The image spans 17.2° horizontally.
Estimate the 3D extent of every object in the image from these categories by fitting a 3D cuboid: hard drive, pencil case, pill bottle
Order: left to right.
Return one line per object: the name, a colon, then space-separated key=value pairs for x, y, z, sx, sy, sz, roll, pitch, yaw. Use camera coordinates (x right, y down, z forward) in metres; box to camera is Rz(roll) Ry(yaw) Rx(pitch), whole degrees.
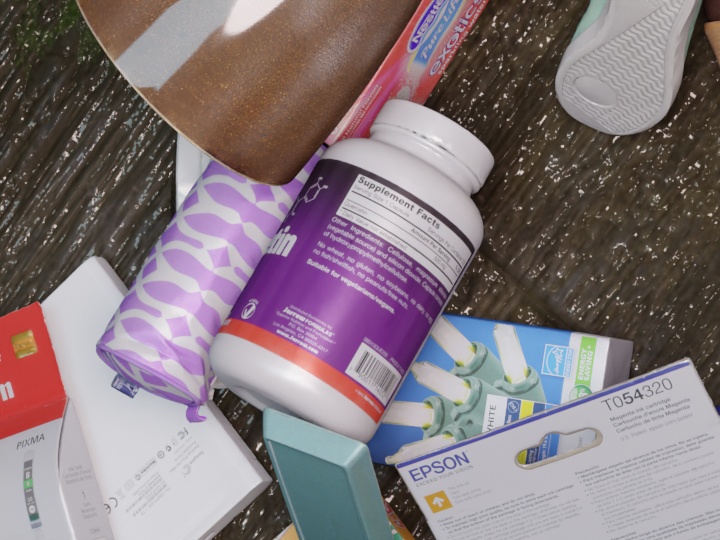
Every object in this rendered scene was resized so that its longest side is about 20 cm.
hard drive: x=-0.167 y=0.109 z=1.629 sx=0.132 sy=0.026 sz=0.200 roll=-43 pitch=72 yaw=14
pencil case: x=-0.087 y=-0.005 z=1.510 sx=0.085 sy=0.084 sz=0.200 roll=32 pitch=79 yaw=-14
pill bottle: x=0.000 y=0.000 z=1.455 sx=0.112 sy=0.112 sz=0.200 roll=25 pitch=77 yaw=22

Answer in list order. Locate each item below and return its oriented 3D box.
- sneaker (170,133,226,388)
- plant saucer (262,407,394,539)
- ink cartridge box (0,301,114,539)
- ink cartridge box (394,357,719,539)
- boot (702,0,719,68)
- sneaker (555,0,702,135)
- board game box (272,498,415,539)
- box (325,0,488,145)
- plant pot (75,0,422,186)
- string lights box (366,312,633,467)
sneaker: x=-0.084 y=-0.020 z=1.594 sx=0.084 sy=0.073 sz=0.200 roll=-3 pitch=79 yaw=-7
plant saucer: x=-0.015 y=0.151 z=1.456 sx=0.070 sy=0.200 sz=0.019 roll=19 pitch=62 yaw=21
ink cartridge box: x=-0.260 y=0.141 z=1.633 sx=0.161 sy=0.050 sz=0.200 roll=-20 pitch=86 yaw=30
ink cartridge box: x=0.152 y=0.155 z=1.438 sx=0.196 sy=0.043 sz=0.200 roll=-21 pitch=111 yaw=20
boot: x=0.298 y=-0.193 z=1.436 sx=0.200 sy=0.072 sz=0.167 roll=-10 pitch=85 yaw=25
sneaker: x=0.184 y=-0.171 z=1.460 sx=0.074 sy=0.201 sz=0.118 roll=26 pitch=59 yaw=3
board game box: x=0.023 y=0.236 z=1.545 sx=0.096 sy=0.030 sz=0.200 roll=-42 pitch=75 yaw=14
box: x=0.016 y=-0.181 z=1.534 sx=0.095 sy=0.103 sz=0.200 roll=36 pitch=99 yaw=20
plant pot: x=-0.035 y=-0.185 z=1.394 sx=0.200 sy=0.187 sz=0.187 roll=-42 pitch=73 yaw=19
string lights box: x=0.065 y=0.080 z=1.519 sx=0.200 sy=0.059 sz=0.103 roll=7 pitch=88 yaw=22
